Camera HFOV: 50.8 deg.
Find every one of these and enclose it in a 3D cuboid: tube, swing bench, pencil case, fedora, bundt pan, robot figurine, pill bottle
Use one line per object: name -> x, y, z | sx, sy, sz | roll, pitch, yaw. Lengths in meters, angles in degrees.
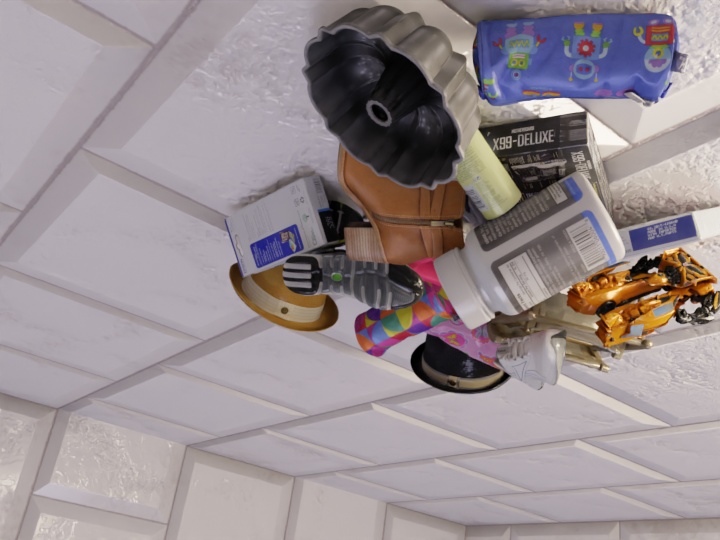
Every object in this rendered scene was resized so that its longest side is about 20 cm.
tube -> 0.109, -0.150, 0.861 | 0.058, 0.052, 0.200 | -38, 104, 8
swing bench -> 0.322, 0.073, 1.198 | 0.197, 0.131, 0.200 | 14, 154, -5
pencil case -> 0.081, 0.074, 1.255 | 0.199, 0.089, 0.088 | -28, 137, 36
fedora -> -0.115, 0.017, 1.250 | 0.199, 0.201, 0.082 | 19, 115, -20
bundt pan -> 0.040, -0.183, 0.777 | 0.201, 0.076, 0.202 | 33, 155, 18
pencil case -> 0.191, 0.102, 1.313 | 0.199, 0.088, 0.088 | 24, 156, 11
robot figurine -> 0.396, 0.031, 1.041 | 0.198, 0.145, 0.059 | -20, 131, -10
pill bottle -> 0.193, -0.018, 0.888 | 0.199, 0.114, 0.114 | -29, 142, 13
pencil case -> 0.208, -0.202, 0.738 | 0.198, 0.088, 0.078 | 3, 175, 14
fedora -> 0.189, 0.143, 1.411 | 0.199, 0.201, 0.092 | 3, 119, 13

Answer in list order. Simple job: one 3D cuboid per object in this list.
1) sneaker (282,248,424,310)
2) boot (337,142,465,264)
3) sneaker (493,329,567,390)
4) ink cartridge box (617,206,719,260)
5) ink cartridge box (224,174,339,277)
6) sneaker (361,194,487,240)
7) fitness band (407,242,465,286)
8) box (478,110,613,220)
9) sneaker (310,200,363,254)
sneaker -> 0.000, 0.000, 1.064 | 0.198, 0.076, 0.115 | 9, -167, 14
boot -> 0.053, -0.103, 0.930 | 0.154, 0.202, 0.077 | -2, -165, 9
sneaker -> 0.248, 0.130, 1.119 | 0.086, 0.075, 0.200 | 17, 159, 3
ink cartridge box -> 0.385, -0.043, 1.014 | 0.195, 0.044, 0.199 | -18, 176, 42
ink cartridge box -> -0.119, -0.061, 1.114 | 0.199, 0.100, 0.039 | -18, 180, 43
sneaker -> 0.090, -0.062, 1.077 | 0.198, 0.080, 0.129 | 13, 164, -28
fitness band -> 0.147, -0.003, 1.061 | 0.143, 0.038, 0.199 | -2, 166, 42
box -> 0.225, -0.111, 0.957 | 0.156, 0.050, 0.200 | -5, 151, 26
sneaker -> -0.060, -0.053, 1.158 | 0.081, 0.075, 0.199 | 22, 159, -40
